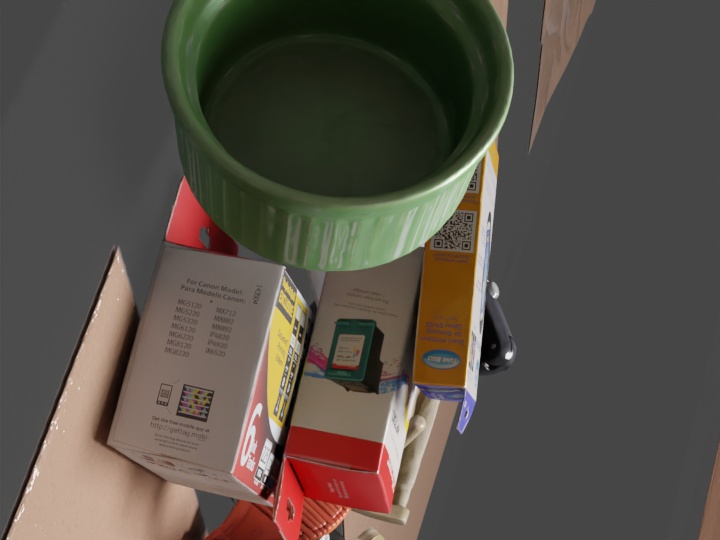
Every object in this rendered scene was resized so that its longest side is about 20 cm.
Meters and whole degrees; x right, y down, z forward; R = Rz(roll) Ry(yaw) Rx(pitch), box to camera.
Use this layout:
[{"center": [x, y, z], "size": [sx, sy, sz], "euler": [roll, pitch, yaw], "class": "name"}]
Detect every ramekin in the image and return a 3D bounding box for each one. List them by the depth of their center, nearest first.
[{"center": [-0.017, -0.097, 1.142], "size": [0.098, 0.199, 0.201], "euler": [102, 6, -60], "class": "ramekin"}]

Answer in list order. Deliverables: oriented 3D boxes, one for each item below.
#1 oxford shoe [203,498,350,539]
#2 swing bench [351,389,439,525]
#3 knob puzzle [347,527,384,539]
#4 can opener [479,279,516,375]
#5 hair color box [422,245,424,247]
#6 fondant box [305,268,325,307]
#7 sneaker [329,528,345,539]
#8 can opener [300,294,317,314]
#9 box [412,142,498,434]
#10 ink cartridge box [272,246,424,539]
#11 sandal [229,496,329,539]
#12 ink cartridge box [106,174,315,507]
[{"center": [-0.073, 0.201, 1.498], "size": [0.200, 0.071, 0.073], "euler": [-37, 166, -33], "class": "oxford shoe"}, {"center": [0.015, 0.089, 1.769], "size": [0.200, 0.129, 0.200], "euler": [98, 9, -58], "class": "swing bench"}, {"center": [-0.048, 0.265, 1.459], "size": [0.220, 0.030, 0.220], "euler": [-40, 154, -24], "class": "knob puzzle"}, {"center": [0.080, 0.007, 1.668], "size": [0.079, 0.063, 0.201], "euler": [52, 16, -51], "class": "can opener"}, {"center": [0.033, -0.104, 1.477], "size": [0.100, 0.060, 0.201], "euler": [56, 33, -42], "class": "hair color box"}, {"center": [0.000, 0.000, 1.564], "size": [0.200, 0.058, 0.145], "euler": [22, 51, -79], "class": "fondant box"}, {"center": [-0.073, 0.272, 1.604], "size": [0.076, 0.090, 0.200], "euler": [92, 20, -48], "class": "sneaker"}, {"center": [-0.060, 0.120, 1.585], "size": [0.067, 0.053, 0.201], "euler": [-51, 151, -67], "class": "can opener"}, {"center": [0.064, 0.007, 1.321], "size": [0.119, 0.041, 0.201], "euler": [53, 44, -79], "class": "box"}, {"center": [-0.003, 0.090, 1.333], "size": [0.116, 0.067, 0.201], "euler": [74, 27, -70], "class": "ink cartridge box"}, {"center": [-0.075, 0.155, 1.542], "size": [0.082, 0.050, 0.203], "euler": [-26, 124, -30], "class": "sandal"}, {"center": [-0.083, 0.051, 1.271], "size": [0.200, 0.083, 0.176], "euler": [64, 39, -76], "class": "ink cartridge box"}]
